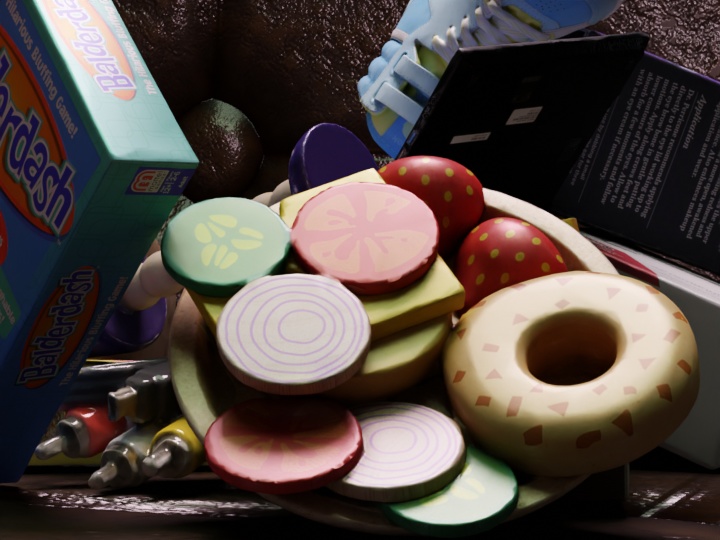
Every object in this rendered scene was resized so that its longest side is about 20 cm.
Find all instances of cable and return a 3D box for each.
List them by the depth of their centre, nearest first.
[{"bbox_3d":[-0.070,0.060,1.044,0.096,0.051,0.199,8,12,36],"label":"cable"}]

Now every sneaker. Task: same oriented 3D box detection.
[{"bbox_3d":[0.067,-0.116,1.206,0.079,0.131,0.200,35,-13,-15],"label":"sneaker"}]

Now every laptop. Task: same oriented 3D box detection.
[{"bbox_3d":[0.023,-0.062,1.138,0.103,0.201,0.177,43,30,23],"label":"laptop"}]

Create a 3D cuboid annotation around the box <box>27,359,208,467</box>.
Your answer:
[{"bbox_3d":[-0.112,0.069,1.101,0.198,0.051,0.075,1,1,-20],"label":"box"}]

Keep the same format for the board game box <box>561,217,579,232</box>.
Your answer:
[{"bbox_3d":[0.010,0.009,1.035,0.095,0.030,0.199,-16,0,41],"label":"board game box"}]

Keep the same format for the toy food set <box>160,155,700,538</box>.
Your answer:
[{"bbox_3d":[0.018,0.027,0.882,0.196,0.049,0.200,-20,49,-19],"label":"toy food set"}]

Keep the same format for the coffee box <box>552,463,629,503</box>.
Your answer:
[{"bbox_3d":[0.066,0.058,1.027,0.112,0.081,0.200,0,0,5],"label":"coffee box"}]

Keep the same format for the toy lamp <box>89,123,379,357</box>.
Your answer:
[{"bbox_3d":[-0.077,-0.008,1.037,0.199,0.059,0.058,-28,-19,37],"label":"toy lamp"}]

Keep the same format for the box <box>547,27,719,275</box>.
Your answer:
[{"bbox_3d":[0.166,-0.071,1.321,0.199,0.105,0.148,18,5,-25],"label":"box"}]

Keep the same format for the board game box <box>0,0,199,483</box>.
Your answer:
[{"bbox_3d":[-0.154,-0.029,0.964,0.045,0.153,0.201,1,-44,-38],"label":"board game box"}]

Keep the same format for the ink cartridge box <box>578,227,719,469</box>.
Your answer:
[{"bbox_3d":[0.160,0.037,1.240,0.146,0.084,0.200,24,6,14],"label":"ink cartridge box"}]

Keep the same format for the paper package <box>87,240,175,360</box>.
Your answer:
[{"bbox_3d":[-0.211,0.014,1.244,0.189,0.105,0.200,4,-15,5],"label":"paper package"}]
